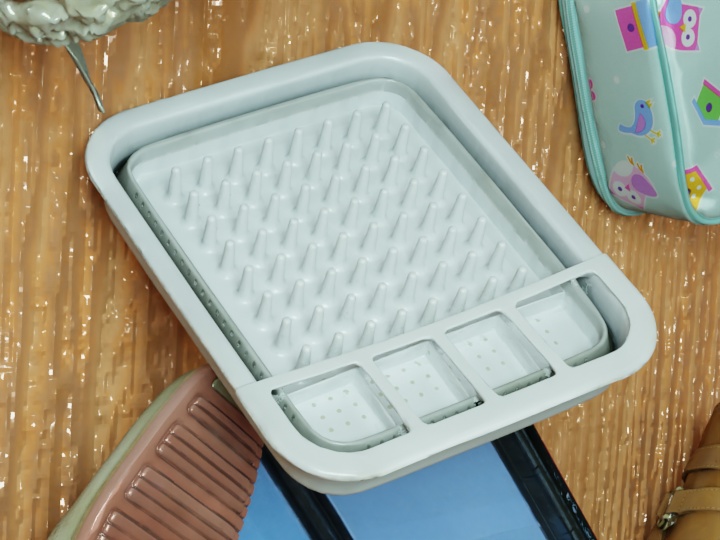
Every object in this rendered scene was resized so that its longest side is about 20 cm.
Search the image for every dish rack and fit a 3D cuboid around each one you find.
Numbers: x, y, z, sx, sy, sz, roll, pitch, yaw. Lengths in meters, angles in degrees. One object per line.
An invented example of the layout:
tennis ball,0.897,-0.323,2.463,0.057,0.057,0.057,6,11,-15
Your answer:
dish rack,0.000,0.000,0.863,0.171,0.200,0.044,-19,145,-27

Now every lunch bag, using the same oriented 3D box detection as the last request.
lunch bag,0.188,-0.124,1.092,0.199,0.077,0.161,-29,112,-37

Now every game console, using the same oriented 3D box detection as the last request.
game console,0.004,0.143,0.926,0.201,0.171,0.119,60,30,-30

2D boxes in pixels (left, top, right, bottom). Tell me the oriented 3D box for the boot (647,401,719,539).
boot,0.174,0.138,1.053,0.200,0.076,0.156,51,61,-77

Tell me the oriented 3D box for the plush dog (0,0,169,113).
plush dog,-0.050,-0.162,0.791,0.161,0.171,0.201,51,21,-58

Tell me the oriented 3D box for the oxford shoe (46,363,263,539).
oxford shoe,-0.109,0.117,0.839,0.071,0.074,0.201,47,68,-39
